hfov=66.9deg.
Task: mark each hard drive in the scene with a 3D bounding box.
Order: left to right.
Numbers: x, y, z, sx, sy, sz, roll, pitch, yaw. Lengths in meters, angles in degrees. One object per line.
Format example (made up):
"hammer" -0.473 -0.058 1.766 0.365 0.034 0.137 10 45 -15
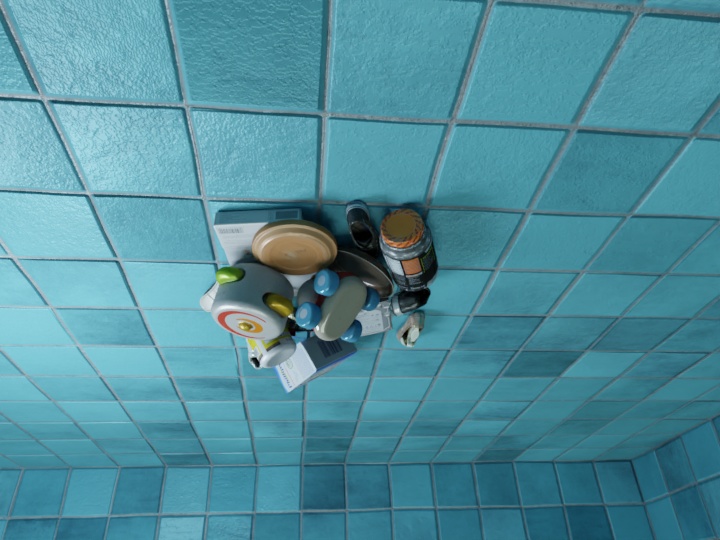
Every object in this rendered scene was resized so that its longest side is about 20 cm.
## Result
"hard drive" 0.018 0.129 1.542 0.139 0.038 0.200 -11 149 -1

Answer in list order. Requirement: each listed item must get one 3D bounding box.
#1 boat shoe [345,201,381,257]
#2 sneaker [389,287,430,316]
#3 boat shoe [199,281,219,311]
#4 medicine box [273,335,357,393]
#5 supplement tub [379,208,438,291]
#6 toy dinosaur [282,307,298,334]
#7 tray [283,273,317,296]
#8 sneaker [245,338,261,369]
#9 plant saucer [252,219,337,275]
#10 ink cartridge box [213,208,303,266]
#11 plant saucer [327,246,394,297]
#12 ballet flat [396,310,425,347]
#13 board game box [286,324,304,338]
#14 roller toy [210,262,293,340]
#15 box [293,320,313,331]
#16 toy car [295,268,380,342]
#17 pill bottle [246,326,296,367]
"boat shoe" 0.007 -0.081 1.292 0.068 0.057 0.200 -11 145 11
"sneaker" 0.143 0.059 1.410 0.090 0.200 0.067 -13 104 22
"boat shoe" -0.360 0.044 1.468 0.200 0.057 0.067 -33 100 32
"medicine box" -0.143 0.275 1.703 0.182 0.103 0.200 -19 163 -44
"supplement tub" 0.115 -0.048 1.291 0.122 0.123 0.200 -9 146 10
"toy dinosaur" -0.210 0.115 1.446 0.199 0.088 0.048 29 147 22
"tray" -0.160 0.005 1.442 0.107 0.022 0.200 -5 146 5
"sneaker" -0.326 0.274 1.753 0.077 0.100 0.200 -5 155 6
"plant saucer" -0.154 -0.045 1.277 0.199 0.032 0.201 -2 146 -1
"ink cartridge box" -0.230 -0.073 1.299 0.199 0.045 0.177 -2 147 0
"plant saucer" 0.000 0.000 1.372 0.199 0.032 0.200 26 157 12
"ballet flat" 0.156 0.201 1.717 0.068 0.068 0.200 3 146 -7
"board game box" -0.244 0.175 1.643 0.157 0.039 0.200 11 170 -10
"roller toy" -0.261 0.084 1.327 0.199 0.140 0.183 14 148 -3
"box" -0.078 0.125 1.584 0.199 0.044 0.160 5 147 -25
"toy car" -0.092 0.061 1.380 0.184 0.200 0.177 23 98 -44
"pill bottle" -0.265 0.157 1.492 0.109 0.200 0.109 -29 158 -13
